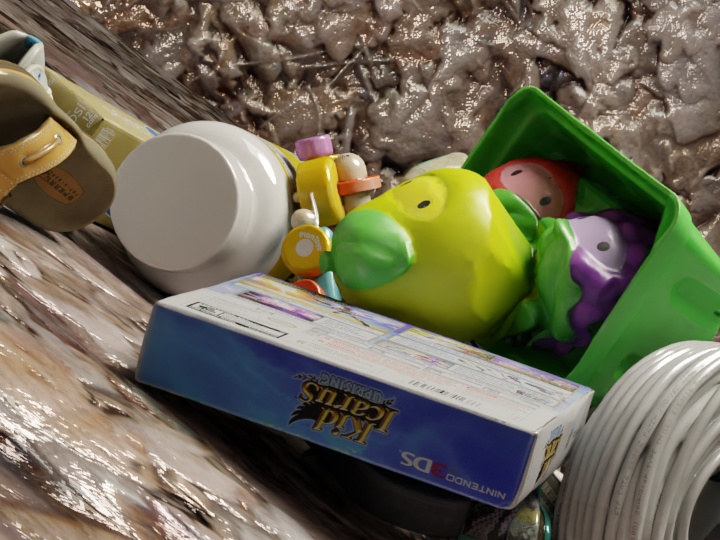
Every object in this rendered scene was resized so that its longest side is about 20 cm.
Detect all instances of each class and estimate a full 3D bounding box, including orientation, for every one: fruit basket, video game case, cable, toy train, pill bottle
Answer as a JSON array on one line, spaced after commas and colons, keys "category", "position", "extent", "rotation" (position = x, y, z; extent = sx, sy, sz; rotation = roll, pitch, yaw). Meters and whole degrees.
[{"category": "fruit basket", "position": [0.084, -0.016, 1.496], "extent": [0.215, 0.156, 0.216], "rotation": [35, 6, -4]}, {"category": "video game case", "position": [0.007, 0.058, 1.351], "extent": [0.199, 0.046, 0.181], "rotation": [19, 9, 12]}, {"category": "cable", "position": [0.190, 0.137, 1.428], "extent": [0.199, 0.201, 0.069], "rotation": [5, 3, -41]}, {"category": "toy train", "position": [0.000, 0.000, 1.630], "extent": [0.200, 0.055, 0.151], "rotation": [-82, 158, -58]}, {"category": "pill bottle", "position": [-0.087, -0.034, 1.654], "extent": [0.111, 0.112, 0.200], "rotation": [38, 4, 14]}]

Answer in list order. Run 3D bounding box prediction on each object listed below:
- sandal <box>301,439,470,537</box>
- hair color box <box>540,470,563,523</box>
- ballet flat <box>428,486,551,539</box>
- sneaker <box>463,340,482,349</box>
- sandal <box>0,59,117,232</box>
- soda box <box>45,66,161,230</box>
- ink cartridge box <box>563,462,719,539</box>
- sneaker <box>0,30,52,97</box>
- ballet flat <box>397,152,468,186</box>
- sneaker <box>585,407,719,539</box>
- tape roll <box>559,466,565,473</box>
[{"category": "sandal", "position": [-0.003, 0.100, 1.383], "extent": [0.076, 0.043, 0.200], "rotation": [16, 11, -17]}, {"category": "hair color box", "position": [0.180, 0.205, 1.588], "extent": [0.200, 0.061, 0.102], "rotation": [37, 5, -13]}, {"category": "ballet flat", "position": [0.068, 0.133, 1.464], "extent": [0.072, 0.072, 0.200], "rotation": [37, 3, 1]}, {"category": "sneaker", "position": [0.049, 0.098, 1.654], "extent": [0.078, 0.079, 0.200], "rotation": [41, -19, 36]}, {"category": "sandal", "position": [-0.189, -0.058, 1.446], "extent": [0.200, 0.080, 0.054], "rotation": [38, 22, -58]}, {"category": "soda box", "position": [-0.157, -0.065, 1.750], "extent": [0.068, 0.064, 0.200], "rotation": [39, 4, 28]}, {"category": "ink cartridge box", "position": [0.230, 0.149, 1.622], "extent": [0.200, 0.085, 0.144], "rotation": [38, 3, 41]}, {"category": "sneaker", "position": [-0.198, -0.089, 1.539], "extent": [0.075, 0.087, 0.200], "rotation": [37, 3, 31]}, {"category": "ballet flat", "position": [0.090, 0.018, 1.654], "extent": [0.067, 0.062, 0.201], "rotation": [-8, -67, 57]}, {"category": "sneaker", "position": [0.150, 0.114, 1.517], "extent": [0.112, 0.199, 0.073], "rotation": [27, -45, 41]}, {"category": "tape roll", "position": [0.235, 0.167, 1.856], "extent": [0.199, 0.067, 0.200], "rotation": [13, -9, 2]}]
